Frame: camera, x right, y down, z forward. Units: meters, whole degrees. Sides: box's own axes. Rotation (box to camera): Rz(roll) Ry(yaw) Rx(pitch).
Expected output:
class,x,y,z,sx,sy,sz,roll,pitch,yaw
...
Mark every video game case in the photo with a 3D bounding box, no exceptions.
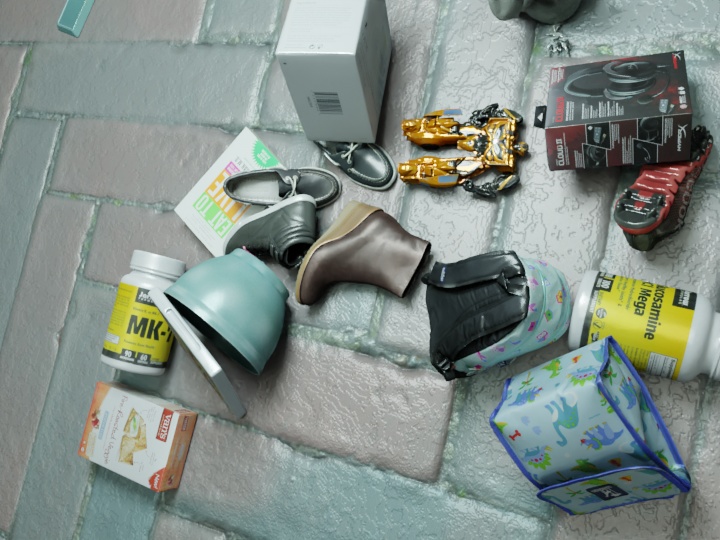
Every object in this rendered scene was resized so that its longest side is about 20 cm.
class,x,y,z,sx,sy,sz,roll,pitch,yaw
video game case,-0.261,0.138,1.076,0.023,0.201,0.182,-36,65,-17

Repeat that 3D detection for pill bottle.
class,x,y,z,sx,sy,sz,roll,pitch,yaw
pill bottle,0.377,0.075,0.853,0.197,0.112,0.115,14,86,24
pill bottle,-0.379,0.073,1.176,0.112,0.114,0.204,11,85,24

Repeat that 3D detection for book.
class,x,y,z,sx,sy,sz,roll,pitch,yaw
book,-0.221,-0.134,1.189,0.134,0.048,0.200,45,99,17

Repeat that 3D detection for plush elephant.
class,x,y,z,sx,sy,sz,roll,pitch,yaw
plush elephant,0.265,-0.435,0.969,0.162,0.154,0.204,-13,75,20

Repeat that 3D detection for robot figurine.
class,x,y,z,sx,sy,sz,roll,pitch,yaw
robot figurine,0.157,-0.186,1.024,0.196,0.058,0.148,1,82,24

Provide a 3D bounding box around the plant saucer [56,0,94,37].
class,x,y,z,sx,sy,sz,roll,pitch,yaw
plant saucer,-0.602,-0.612,1.449,0.069,0.019,0.203,25,92,25

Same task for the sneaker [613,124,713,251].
class,x,y,z,sx,sy,sz,roll,pitch,yaw
sneaker,0.411,-0.107,0.896,0.070,0.098,0.201,23,66,42

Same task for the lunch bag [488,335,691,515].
class,x,y,z,sx,sy,sz,roll,pitch,yaw
lunch bag,0.288,0.215,0.838,0.169,0.128,0.201,-30,100,38

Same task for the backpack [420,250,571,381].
class,x,y,z,sx,sy,sz,roll,pitch,yaw
backpack,0.183,0.051,0.908,0.199,0.125,0.170,-33,59,49

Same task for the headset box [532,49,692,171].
class,x,y,z,sx,sy,sz,roll,pitch,yaw
headset box,0.338,-0.216,0.908,0.196,0.078,0.150,0,46,22

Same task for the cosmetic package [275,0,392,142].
class,x,y,z,sx,sy,sz,roll,pitch,yaw
cosmetic package,-0.030,-0.339,1.023,0.120,0.200,0.204,4,66,12

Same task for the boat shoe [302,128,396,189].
class,x,y,z,sx,sy,sz,roll,pitch,yaw
boat shoe,-0.026,-0.204,1.105,0.199,0.060,0.076,35,95,24

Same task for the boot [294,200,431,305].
class,x,y,z,sx,sy,sz,roll,pitch,yaw
boot,0.000,0.000,1.050,0.165,0.072,0.202,33,91,27

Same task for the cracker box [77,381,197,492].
class,x,y,z,sx,sy,sz,roll,pitch,yaw
cracker box,-0.395,0.289,1.176,0.197,0.058,0.137,13,86,24

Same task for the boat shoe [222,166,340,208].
class,x,y,z,sx,sy,sz,roll,pitch,yaw
boat shoe,-0.132,-0.140,1.114,0.196,0.060,0.076,5,96,6

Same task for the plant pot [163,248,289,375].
class,x,y,z,sx,sy,sz,roll,pitch,yaw
plant pot,-0.199,0.052,1.075,0.198,0.201,0.135,30,70,25

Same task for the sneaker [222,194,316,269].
class,x,y,z,sx,sy,sz,roll,pitch,yaw
sneaker,-0.153,-0.040,1.108,0.198,0.070,0.101,-26,55,23
